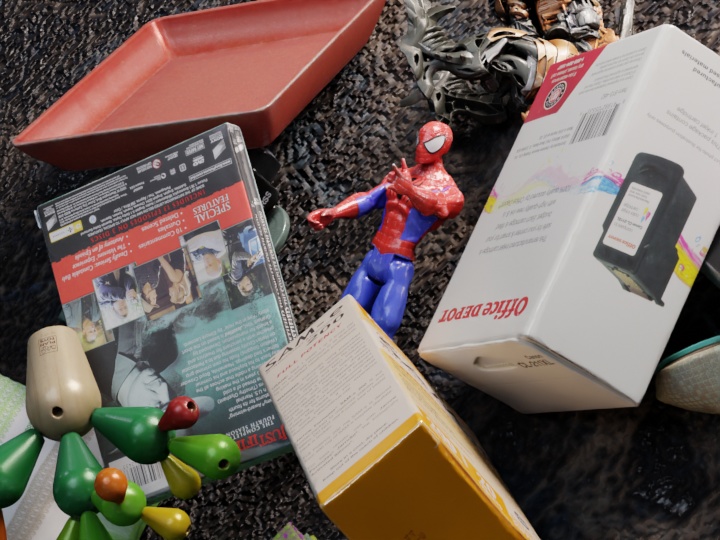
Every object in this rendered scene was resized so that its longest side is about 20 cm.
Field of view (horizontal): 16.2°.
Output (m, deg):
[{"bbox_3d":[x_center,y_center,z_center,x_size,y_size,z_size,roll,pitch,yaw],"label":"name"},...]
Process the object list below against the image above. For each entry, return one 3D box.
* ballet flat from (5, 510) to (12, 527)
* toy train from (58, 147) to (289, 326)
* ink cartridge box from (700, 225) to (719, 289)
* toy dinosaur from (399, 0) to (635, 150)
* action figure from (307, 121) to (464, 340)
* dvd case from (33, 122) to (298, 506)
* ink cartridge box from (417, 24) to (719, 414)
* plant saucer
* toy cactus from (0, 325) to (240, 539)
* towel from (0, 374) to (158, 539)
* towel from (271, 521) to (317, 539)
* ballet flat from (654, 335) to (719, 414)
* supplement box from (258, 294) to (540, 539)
[{"bbox_3d":[-0.212,0.213,1.566,0.064,0.067,0.201,-40,36,49],"label":"ballet flat"},{"bbox_3d":[-0.126,0.002,1.630,0.114,0.085,0.201,17,74,51],"label":"toy train"},{"bbox_3d":[0.236,-0.017,1.367,0.095,0.037,0.200,-39,20,2],"label":"ink cartridge box"},{"bbox_3d":[0.098,-0.128,1.557,0.135,0.102,0.200,3,44,17],"label":"toy dinosaur"},{"bbox_3d":[0.000,0.000,1.501,0.065,0.099,0.201,22,90,38],"label":"action figure"},{"bbox_3d":[-0.111,0.029,1.533,0.146,0.022,0.201,-23,74,22],"label":"dvd case"},{"bbox_3d":[0.131,-0.024,1.434,0.201,0.083,0.146,-64,19,-15],"label":"ink cartridge box"},{"bbox_3d":[-0.097,-0.123,1.661,0.199,0.037,0.200,-7,26,31],"label":"plant saucer"},{"bbox_3d":[-0.176,0.107,1.490,0.199,0.102,0.166,-24,57,14],"label":"toy cactus"},{"bbox_3d":[-0.229,0.131,1.555,0.199,0.031,0.150,22,60,10],"label":"towel"},{"bbox_3d":[-0.034,0.253,1.449,0.144,0.023,0.200,-46,47,2],"label":"towel"},{"bbox_3d":[0.251,0.049,1.362,0.199,0.067,0.063,-23,65,21],"label":"ballet flat"},{"bbox_3d":[0.024,0.108,1.382,0.073,0.126,0.200,-40,22,3],"label":"supplement box"}]
